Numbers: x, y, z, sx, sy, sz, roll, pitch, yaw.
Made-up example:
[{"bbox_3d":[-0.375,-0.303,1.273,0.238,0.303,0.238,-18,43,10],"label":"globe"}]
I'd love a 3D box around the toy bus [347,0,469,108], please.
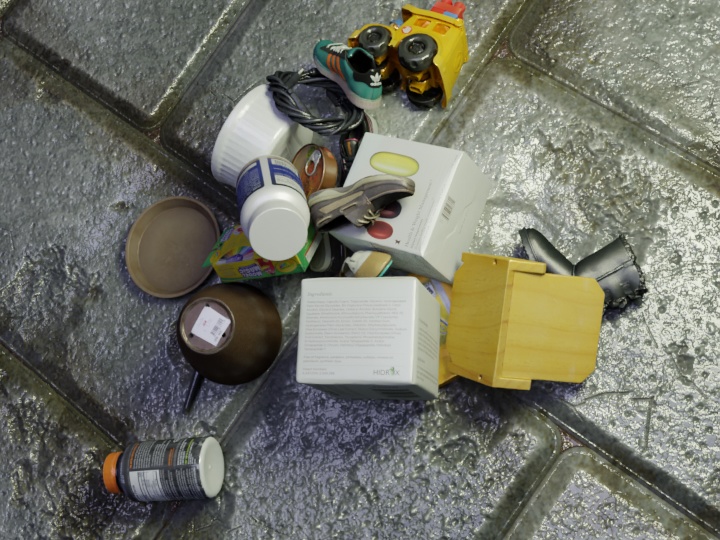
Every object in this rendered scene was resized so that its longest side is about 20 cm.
[{"bbox_3d":[0.103,-0.419,1.802,0.199,0.136,0.193,22,70,23],"label":"toy bus"}]

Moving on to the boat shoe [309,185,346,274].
[{"bbox_3d":[-0.061,-0.090,1.796,0.072,0.060,0.203,-22,64,47],"label":"boat shoe"}]

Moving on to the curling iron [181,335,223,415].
[{"bbox_3d":[-0.282,0.170,1.808,0.049,0.026,0.201,24,84,18],"label":"curling iron"}]

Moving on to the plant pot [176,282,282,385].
[{"bbox_3d":[-0.240,0.102,1.701,0.185,0.200,0.189,0,83,4],"label":"plant pot"}]

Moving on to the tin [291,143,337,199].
[{"bbox_3d":[-0.106,-0.133,1.784,0.112,0.042,0.201,50,119,41],"label":"tin"}]

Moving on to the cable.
[{"bbox_3d":[-0.079,-0.303,1.738,0.201,0.162,0.051,-113,37,-45],"label":"cable"}]

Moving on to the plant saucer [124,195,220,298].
[{"bbox_3d":[-0.354,-0.043,1.884,0.198,0.029,0.202,-4,74,15],"label":"plant saucer"}]

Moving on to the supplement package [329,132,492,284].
[{"bbox_3d":[0.084,-0.107,1.685,0.199,0.147,0.192,15,78,33],"label":"supplement package"}]

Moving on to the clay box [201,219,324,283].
[{"bbox_3d":[-0.169,-0.038,1.718,0.199,0.048,0.115,-8,36,29],"label":"clay box"}]

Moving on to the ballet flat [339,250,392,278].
[{"bbox_3d":[0.000,0.000,1.678,0.063,0.200,0.069,40,71,-1],"label":"ballet flat"}]

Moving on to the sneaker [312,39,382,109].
[{"bbox_3d":[-0.017,-0.368,1.747,0.071,0.080,0.200,-14,46,-31],"label":"sneaker"}]

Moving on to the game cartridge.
[{"bbox_3d":[0.109,0.103,1.708,0.176,0.032,0.201,-29,69,8],"label":"game cartridge"}]

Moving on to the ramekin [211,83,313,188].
[{"bbox_3d":[-0.172,-0.226,1.792,0.097,0.200,0.201,33,87,15],"label":"ramekin"}]

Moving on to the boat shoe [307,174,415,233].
[{"bbox_3d":[0.004,-0.103,1.605,0.199,0.074,0.074,-13,75,34],"label":"boat shoe"}]

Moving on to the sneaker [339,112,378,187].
[{"bbox_3d":[-0.012,-0.202,1.793,0.080,0.086,0.202,-8,74,15],"label":"sneaker"}]

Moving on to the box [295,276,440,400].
[{"bbox_3d":[0.018,0.114,1.612,0.198,0.199,0.173,0,76,16],"label":"box"}]

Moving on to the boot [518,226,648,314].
[{"bbox_3d":[0.370,-0.010,1.639,0.162,0.073,0.199,-26,77,11],"label":"boot"}]

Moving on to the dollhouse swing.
[{"bbox_3d":[0.267,0.082,1.616,0.181,0.175,0.202,13,98,59],"label":"dollhouse swing"}]

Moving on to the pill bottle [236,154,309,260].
[{"bbox_3d":[-0.145,-0.103,1.637,0.115,0.116,0.200,-30,29,7],"label":"pill bottle"}]

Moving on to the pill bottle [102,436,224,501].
[{"bbox_3d":[-0.349,0.350,1.739,0.198,0.106,0.107,-6,74,15],"label":"pill bottle"}]
